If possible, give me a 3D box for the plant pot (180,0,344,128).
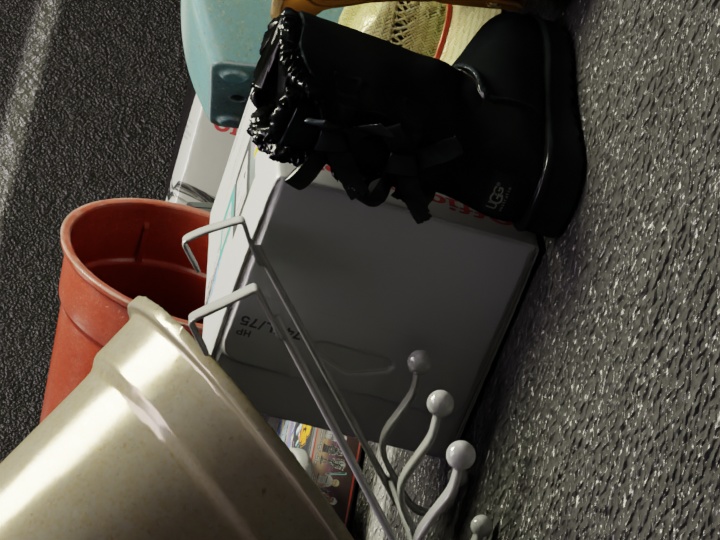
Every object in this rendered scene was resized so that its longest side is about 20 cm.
[{"bbox_3d":[-0.046,-0.213,1.384,0.196,0.196,0.200,105,170,-70],"label":"plant pot"}]

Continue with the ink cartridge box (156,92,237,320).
[{"bbox_3d":[-0.091,-0.035,1.525,0.084,0.145,0.200,-138,63,-78],"label":"ink cartridge box"}]

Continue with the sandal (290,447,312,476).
[{"bbox_3d":[-0.079,0.158,1.240,0.203,0.050,0.083,153,131,-72],"label":"sandal"}]

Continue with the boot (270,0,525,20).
[{"bbox_3d":[0.024,-0.170,1.058,0.201,0.144,0.071,104,180,-82],"label":"boot"}]

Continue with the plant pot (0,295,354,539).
[{"bbox_3d":[-0.120,0.147,0.898,0.183,0.200,0.200,-38,3,-13],"label":"plant pot"}]

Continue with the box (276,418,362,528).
[{"bbox_3d":[-0.035,0.144,1.281,0.137,0.040,0.200,131,152,-65],"label":"box"}]

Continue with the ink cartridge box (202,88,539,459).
[{"bbox_3d":[0.000,-0.021,1.038,0.200,0.147,0.146,-95,23,-59],"label":"ink cartridge box"}]

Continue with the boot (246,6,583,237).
[{"bbox_3d":[0.026,-0.096,0.958,0.198,0.162,0.073,-91,21,-56],"label":"boot"}]

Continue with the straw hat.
[{"bbox_3d":[0.025,-0.148,1.242,0.201,0.085,0.201,-166,90,-79],"label":"straw hat"}]

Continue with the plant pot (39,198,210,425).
[{"bbox_3d":[-0.155,0.077,1.404,0.201,0.201,0.195,-98,25,-64],"label":"plant pot"}]

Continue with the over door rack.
[{"bbox_3d":[0.001,0.060,0.872,0.067,0.200,0.148,-38,15,4],"label":"over door rack"}]
